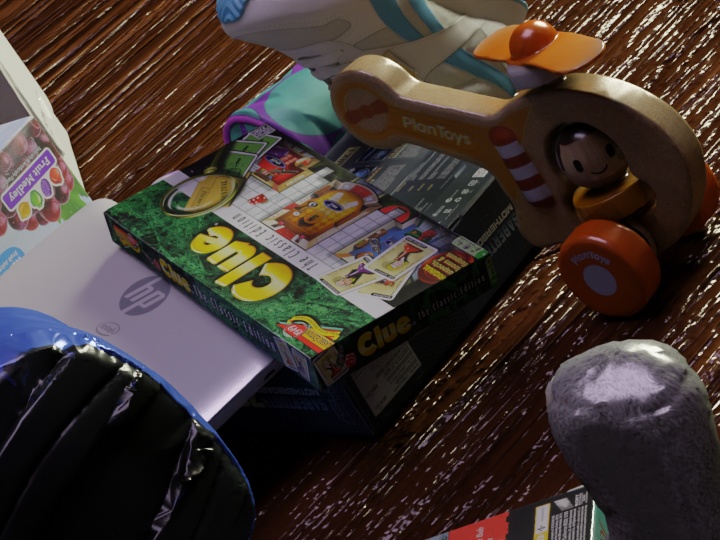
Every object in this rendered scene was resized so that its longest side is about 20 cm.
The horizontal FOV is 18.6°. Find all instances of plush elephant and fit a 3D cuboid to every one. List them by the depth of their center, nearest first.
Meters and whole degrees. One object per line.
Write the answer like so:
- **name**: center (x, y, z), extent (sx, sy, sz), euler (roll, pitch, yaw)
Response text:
- **plush elephant**: center (0.161, 0.102, 0.647), extent (0.165, 0.200, 0.155), euler (-4, 11, 23)

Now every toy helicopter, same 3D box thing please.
- **toy helicopter**: center (0.069, -0.069, 1.027), extent (0.200, 0.132, 0.079), euler (18, 49, 31)

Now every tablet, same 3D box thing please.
- **tablet**: center (-0.119, 0.030, 1.084), extent (0.130, 0.014, 0.200), euler (-43, 41, -20)

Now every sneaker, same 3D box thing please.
- **sneaker**: center (0.011, -0.120, 1.192), extent (0.200, 0.081, 0.076), euler (5, -2, -37)

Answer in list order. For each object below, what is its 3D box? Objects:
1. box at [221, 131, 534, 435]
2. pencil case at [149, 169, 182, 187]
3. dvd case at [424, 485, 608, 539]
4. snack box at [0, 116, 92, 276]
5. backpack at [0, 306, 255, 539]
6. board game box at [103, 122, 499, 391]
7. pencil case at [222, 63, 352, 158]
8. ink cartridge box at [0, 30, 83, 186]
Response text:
- **box**: center (0.000, 0.000, 1.127), extent (0.158, 0.051, 0.200), euler (-1, 38, 46)
- **pencil case**: center (-0.130, 0.030, 1.176), extent (0.200, 0.084, 0.086), euler (-55, 0, -40)
- **dvd case**: center (0.003, 0.162, 0.853), extent (0.200, 0.022, 0.146), euler (-21, 26, 18)
- **snack box**: center (-0.209, 0.032, 1.193), extent (0.053, 0.142, 0.200), euler (-9, 33, 41)
- **backpack**: center (-0.161, 0.113, 0.918), extent (0.200, 0.163, 0.168), euler (-50, 29, -9)
- **board game box**: center (-0.034, -0.012, 1.065), extent (0.105, 0.023, 0.200), euler (-33, 37, -21)
- **pencil case**: center (0.008, -0.114, 1.295), extent (0.092, 0.085, 0.200), euler (2, 41, 51)
- **ink cartridge box**: center (-0.316, -0.080, 1.524), extent (0.200, 0.146, 0.147), euler (-31, 24, 0)
